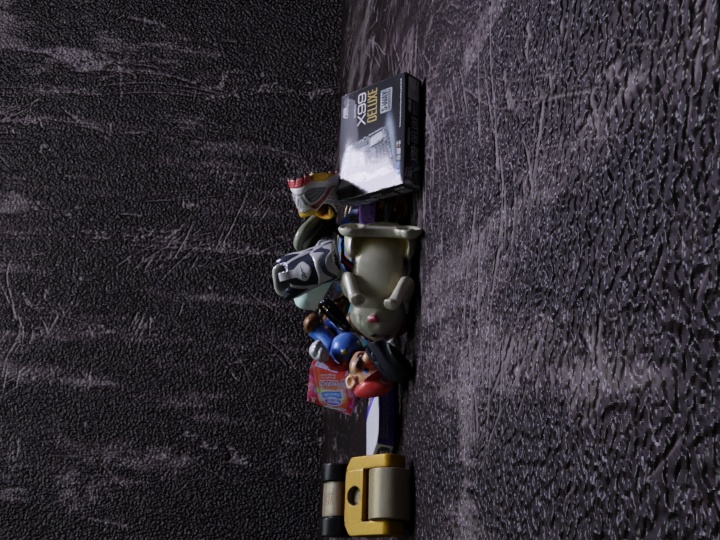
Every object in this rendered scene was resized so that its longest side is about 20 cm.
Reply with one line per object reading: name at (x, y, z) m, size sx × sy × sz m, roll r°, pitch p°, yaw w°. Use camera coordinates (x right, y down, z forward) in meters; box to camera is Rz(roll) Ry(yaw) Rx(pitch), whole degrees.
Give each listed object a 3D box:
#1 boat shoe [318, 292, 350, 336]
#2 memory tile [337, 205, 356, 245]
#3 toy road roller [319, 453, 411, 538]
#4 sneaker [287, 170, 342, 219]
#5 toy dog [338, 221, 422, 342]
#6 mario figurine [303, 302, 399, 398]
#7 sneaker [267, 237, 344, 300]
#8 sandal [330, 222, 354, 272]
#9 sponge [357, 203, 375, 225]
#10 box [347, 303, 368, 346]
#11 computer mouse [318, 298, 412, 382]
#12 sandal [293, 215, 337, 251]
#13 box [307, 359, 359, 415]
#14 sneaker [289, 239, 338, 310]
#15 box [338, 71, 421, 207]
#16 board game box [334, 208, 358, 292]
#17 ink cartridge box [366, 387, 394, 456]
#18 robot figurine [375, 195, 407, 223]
boat shoe at (-0.044, 0.081, 1.813) m, size 0.075 × 0.074 × 0.204 m, roll -57°, pitch 12°, yaw 34°
memory tile at (0.007, -0.143, 1.857) m, size 0.153 × 0.017 × 0.203 m, roll 7°, pitch -81°, yaw -73°
toy road roller at (0.030, 0.383, 1.508) m, size 0.198 × 0.145 × 0.125 m, roll -19°, pitch 62°, yaw 43°
sneaker at (-0.064, -0.133, 1.625) m, size 0.199 × 0.077 × 0.084 m, roll -14°, pitch -86°, yaw -58°
toy dog at (0.025, 0.022, 1.538) m, size 0.194 × 0.137 × 0.204 m, roll -124°, pitch 36°, yaw -81°
mario figurine at (-0.011, 0.135, 1.585) m, size 0.200 × 0.124 × 0.106 m, roll 46°, pitch -176°, yaw 27°
sneaker at (-0.097, -0.001, 1.590) m, size 0.199 × 0.127 × 0.081 m, roll -85°, pitch -19°, yaw -81°
sandal at (0.000, 0.000, 1.680) m, size 0.201 × 0.045 × 0.075 m, roll 56°, pitch 176°, yaw -5°
sponge at (0.014, -0.150, 1.683) m, size 0.112 × 0.029 × 0.204 m, roll 116°, pitch 158°, yaw -82°
box at (0.013, 0.074, 1.750) m, size 0.202 × 0.048 × 0.083 m, roll -72°, pitch -18°, yaw -46°
computer mouse at (0.005, 0.120, 1.496) m, size 0.034 × 0.199 × 0.059 m, roll -49°, pitch -6°, yaw -30°
sandal at (-0.085, -0.095, 1.681) m, size 0.201 × 0.057 × 0.081 m, roll -41°, pitch -32°, yaw -63°
box at (-0.027, 0.186, 1.836) m, size 0.201 × 0.098 × 0.097 m, roll -58°, pitch -20°, yaw -54°
sneaker at (-0.083, 0.012, 1.836) m, size 0.120 × 0.073 × 0.200 m, roll -67°, pitch -11°, yaw 21°
box at (0.033, -0.225, 1.576) m, size 0.156 × 0.049 × 0.204 m, roll -10°, pitch 72°, yaw 42°
board game box at (0.007, -0.063, 1.844) m, size 0.200 × 0.036 × 0.154 m, roll -43°, pitch -36°, yaw -57°
ink cartridge box at (0.040, 0.252, 1.694) m, size 0.201 × 0.043 × 0.201 m, roll 99°, pitch 173°, yaw -58°
robot figurine at (0.052, -0.095, 1.702) m, size 0.202 × 0.057 × 0.147 m, roll 99°, pitch 172°, yaw -48°
